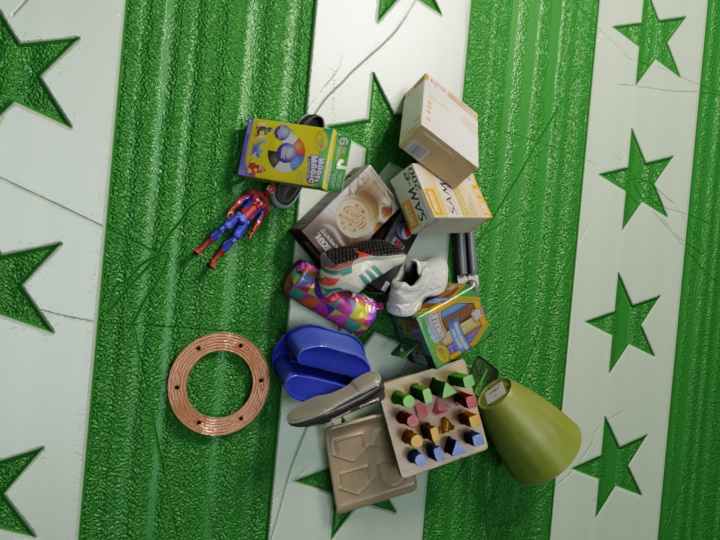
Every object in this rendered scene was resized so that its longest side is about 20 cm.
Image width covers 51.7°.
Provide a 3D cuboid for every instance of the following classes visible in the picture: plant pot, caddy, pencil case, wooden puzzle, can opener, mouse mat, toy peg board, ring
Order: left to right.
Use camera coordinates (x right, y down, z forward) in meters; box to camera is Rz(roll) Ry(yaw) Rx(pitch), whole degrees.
[{"bbox_3d":[-0.273,0.219,1.435,0.200,0.019,0.201,-1,92,-25],"label":"ring"},{"bbox_3d":[-0.077,0.187,1.482,0.200,0.105,0.141,19,109,-25],"label":"caddy"},{"bbox_3d":[-0.057,0.053,1.493,0.200,0.088,0.088,28,81,-24],"label":"pencil case"},{"bbox_3d":[0.019,0.395,1.563,0.185,0.046,0.200,-11,102,-19],"label":"wooden puzzle"},{"bbox_3d":[0.159,0.304,1.512,0.200,0.098,0.199,-15,90,-14],"label":"toy peg board"},{"bbox_3d":[0.241,-0.007,1.644,0.053,0.066,0.200,-6,90,-25],"label":"can opener"},{"bbox_3d":[0.247,0.296,1.644,0.161,0.008,0.200,36,77,-56],"label":"mouse mat"},{"bbox_3d":[0.353,0.338,1.646,0.187,0.187,0.200,-47,107,-16],"label":"plant pot"}]

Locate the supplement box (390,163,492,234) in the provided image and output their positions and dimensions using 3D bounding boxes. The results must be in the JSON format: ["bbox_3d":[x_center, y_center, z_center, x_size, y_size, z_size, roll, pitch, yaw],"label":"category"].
[{"bbox_3d":[0.170,-0.147,1.536,0.200,0.074,0.126,-5,68,-46],"label":"supplement box"}]

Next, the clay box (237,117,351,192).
[{"bbox_3d":[-0.124,-0.218,1.408,0.200,0.048,0.115,10,88,14],"label":"clay box"}]

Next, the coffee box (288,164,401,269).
[{"bbox_3d":[-0.030,-0.105,1.498,0.200,0.080,0.114,-46,111,-16],"label":"coffee box"}]

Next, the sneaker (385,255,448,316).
[{"bbox_3d":[0.126,0.011,1.542,0.200,0.078,0.099,-43,142,-45],"label":"sneaker"}]

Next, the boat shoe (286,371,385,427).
[{"bbox_3d":[-0.042,0.263,1.429,0.200,0.067,0.057,-24,115,-10],"label":"boat shoe"}]

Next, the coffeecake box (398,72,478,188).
[{"bbox_3d":[0.164,-0.290,1.525,0.153,0.073,0.200,33,40,-21],"label":"coffeecake box"}]

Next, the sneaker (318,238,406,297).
[{"bbox_3d":[0.000,0.000,1.455,0.200,0.070,0.093,-12,126,-37],"label":"sneaker"}]

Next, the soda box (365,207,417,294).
[{"bbox_3d":[0.060,-0.051,1.548,0.063,0.071,0.200,34,78,-22],"label":"soda box"}]

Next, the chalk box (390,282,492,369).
[{"bbox_3d":[0.152,0.123,1.572,0.200,0.125,0.124,-27,103,-23],"label":"chalk box"}]

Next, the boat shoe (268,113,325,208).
[{"bbox_3d":[-0.124,-0.219,1.462,0.069,0.057,0.200,22,84,-24],"label":"boat shoe"}]

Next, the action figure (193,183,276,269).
[{"bbox_3d":[-0.231,-0.092,1.421,0.065,0.052,0.200,44,76,-15],"label":"action figure"}]
